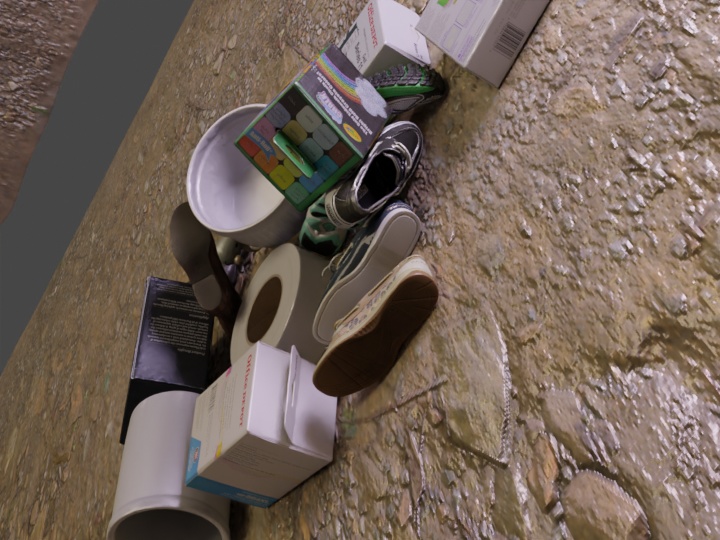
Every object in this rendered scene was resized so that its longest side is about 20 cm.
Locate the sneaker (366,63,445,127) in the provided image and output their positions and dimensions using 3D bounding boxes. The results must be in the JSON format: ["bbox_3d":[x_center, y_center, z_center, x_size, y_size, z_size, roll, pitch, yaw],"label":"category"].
[{"bbox_3d":[0.027,-0.220,1.370,0.197,0.086,0.078,-13,25,28],"label":"sneaker"}]

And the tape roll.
[{"bbox_3d":[-0.109,0.068,1.431,0.202,0.070,0.205,-44,34,39],"label":"tape roll"}]

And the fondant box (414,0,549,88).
[{"bbox_3d":[0.152,-0.330,1.261,0.146,0.058,0.201,-59,27,16],"label":"fondant box"}]

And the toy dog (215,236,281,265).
[{"bbox_3d":[-0.141,-0.084,1.599,0.096,0.131,0.202,37,112,27],"label":"toy dog"}]

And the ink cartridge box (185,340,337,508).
[{"bbox_3d":[-0.119,0.195,1.280,0.200,0.124,0.130,-41,36,43],"label":"ink cartridge box"}]

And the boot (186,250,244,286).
[{"bbox_3d":[-0.239,-0.026,1.790,0.199,0.069,0.177,-11,54,56],"label":"boot"}]

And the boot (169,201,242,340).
[{"bbox_3d":[-0.226,0.010,1.570,0.063,0.200,0.190,-18,70,4],"label":"boot"}]

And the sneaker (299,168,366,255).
[{"bbox_3d":[-0.027,-0.119,1.396,0.200,0.077,0.142,139,150,-61],"label":"sneaker"}]

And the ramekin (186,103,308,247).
[{"bbox_3d":[-0.147,-0.131,1.489,0.197,0.105,0.204,-11,66,25],"label":"ramekin"}]

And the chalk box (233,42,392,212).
[{"bbox_3d":[-0.062,-0.169,1.253,0.123,0.125,0.201,-37,13,33],"label":"chalk box"}]

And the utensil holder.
[{"bbox_3d":[-0.261,0.299,1.433,0.170,0.168,0.202,-48,28,34],"label":"utensil holder"}]

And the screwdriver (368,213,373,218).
[{"bbox_3d":[0.036,-0.131,1.369,0.028,0.029,0.203,-32,39,51],"label":"screwdriver"}]

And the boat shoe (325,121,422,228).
[{"bbox_3d":[0.034,-0.125,1.260,0.063,0.071,0.201,-21,25,48],"label":"boat shoe"}]

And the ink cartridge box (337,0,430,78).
[{"bbox_3d":[0.007,-0.279,1.475,0.200,0.082,0.148,-49,31,32],"label":"ink cartridge box"}]

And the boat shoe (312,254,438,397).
[{"bbox_3d":[0.017,0.068,1.193,0.200,0.073,0.063,-45,25,18],"label":"boat shoe"}]

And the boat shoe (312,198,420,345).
[{"bbox_3d":[0.000,0.000,1.267,0.202,0.074,0.062,-60,28,11],"label":"boat shoe"}]

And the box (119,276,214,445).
[{"bbox_3d":[-0.312,0.155,1.640,0.201,0.122,0.199,113,164,-48],"label":"box"}]
